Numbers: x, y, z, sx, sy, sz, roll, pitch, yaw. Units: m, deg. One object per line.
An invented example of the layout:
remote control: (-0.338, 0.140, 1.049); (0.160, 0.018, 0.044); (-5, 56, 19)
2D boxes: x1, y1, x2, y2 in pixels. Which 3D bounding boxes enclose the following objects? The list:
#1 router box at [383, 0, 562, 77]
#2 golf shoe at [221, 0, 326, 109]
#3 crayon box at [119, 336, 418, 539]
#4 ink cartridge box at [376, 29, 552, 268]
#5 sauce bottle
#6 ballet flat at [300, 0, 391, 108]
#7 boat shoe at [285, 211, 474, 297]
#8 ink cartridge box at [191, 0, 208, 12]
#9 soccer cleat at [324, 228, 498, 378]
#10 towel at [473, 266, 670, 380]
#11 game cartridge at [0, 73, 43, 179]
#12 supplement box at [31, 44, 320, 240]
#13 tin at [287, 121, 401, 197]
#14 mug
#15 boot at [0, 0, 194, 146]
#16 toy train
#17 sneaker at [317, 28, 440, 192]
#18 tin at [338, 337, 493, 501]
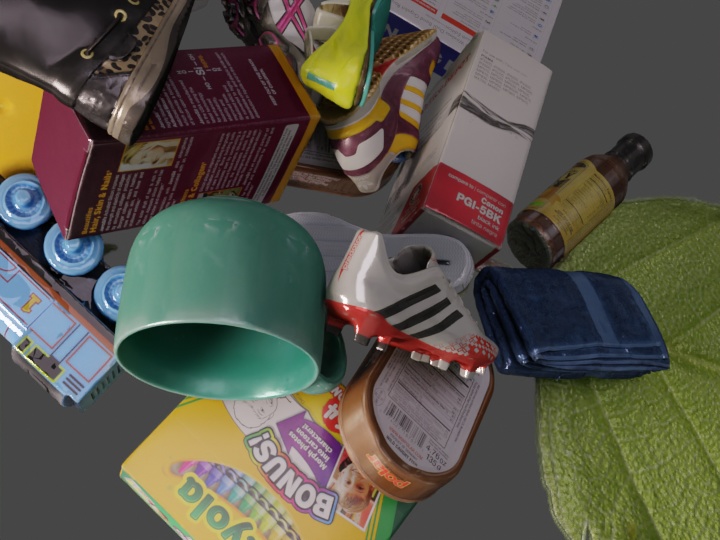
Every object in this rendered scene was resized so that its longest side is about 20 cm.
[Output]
router box: (0.114, -0.294, 0.998); (0.198, 0.049, 0.182); (28, 63, -8)
golf shoe: (-0.075, -0.231, 0.863); (0.091, 0.072, 0.204); (1, 70, -41)
crayon box: (-0.066, 0.168, 0.751); (0.200, 0.058, 0.173); (43, 62, 0)
ink cartridge box: (0.092, -0.096, 0.859); (0.082, 0.147, 0.203); (25, 64, -10)
sauce bottle: (0.232, -0.076, 0.951); (0.199, 0.065, 0.065); (-38, 85, -29)
ballet flat: (-0.014, -0.206, 0.808); (0.066, 0.068, 0.201); (13, 37, -1)
boat shoe: (0.000, 0.000, 0.793); (0.196, 0.062, 0.073); (9, 66, 13)
ink cartridge box: (-0.233, -0.285, 0.813); (0.145, 0.085, 0.200); (44, 43, 6)
soccer cleat: (0.051, 0.027, 0.710); (0.198, 0.068, 0.087); (20, 86, -45)
towel: (0.203, 0.047, 0.873); (0.197, 0.049, 0.113); (3, 54, -31)
game cartridge: (-0.284, -0.137, 0.731); (0.196, 0.179, 0.033); (-1, 39, -22)
supplement box: (-0.146, -0.106, 0.730); (0.197, 0.111, 0.086); (-14, 61, -36)
tin: (-0.050, -0.136, 0.886); (0.196, 0.042, 0.114); (8, 72, -17)
mug: (-0.096, 0.023, 0.695); (0.149, 0.186, 0.116); (-3, 63, 9)
boot: (-0.196, -0.191, 0.644); (0.148, 0.073, 0.203); (21, 54, -16)
toy train: (-0.251, 0.014, 0.730); (0.200, 0.087, 0.114); (43, 68, 0)
sneaker: (0.027, -0.155, 0.869); (0.201, 0.074, 0.091); (-52, 129, -42)
tin: (0.053, 0.105, 0.780); (0.112, 0.042, 0.201); (46, 37, -8)
